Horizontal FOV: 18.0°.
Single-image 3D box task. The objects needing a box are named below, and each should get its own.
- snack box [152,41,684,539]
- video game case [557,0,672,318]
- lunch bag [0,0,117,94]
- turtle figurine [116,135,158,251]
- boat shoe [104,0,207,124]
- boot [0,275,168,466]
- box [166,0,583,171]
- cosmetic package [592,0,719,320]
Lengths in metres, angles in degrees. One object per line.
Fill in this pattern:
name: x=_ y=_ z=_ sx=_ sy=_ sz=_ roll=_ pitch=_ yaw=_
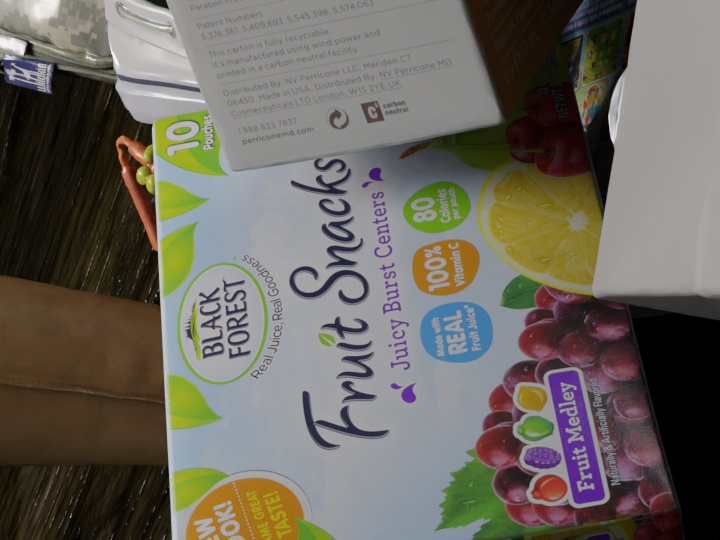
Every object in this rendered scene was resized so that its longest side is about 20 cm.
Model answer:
snack box: x=0.012 y=0.022 z=0.699 sx=0.200 sy=0.142 sz=0.053 roll=-98 pitch=-5 yaw=-45
video game case: x=0.097 y=-0.083 z=0.763 sx=0.143 sy=0.018 sz=0.200 roll=167 pitch=113 yaw=-71
lunch bag: x=-0.096 y=-0.183 z=1.159 sx=0.139 sy=0.168 sz=0.200 roll=-88 pitch=11 yaw=-79
turtle figurine: x=-0.068 y=-0.095 z=1.034 sx=0.161 sy=0.064 sz=0.200 roll=-139 pitch=53 yaw=-71
boat shoe: x=-0.025 y=-0.090 z=0.852 sx=0.074 sy=0.200 sz=0.067 roll=-49 pitch=-53 yaw=-42
boot: x=-0.098 y=0.022 z=1.018 sx=0.066 sy=0.200 sz=0.175 roll=-124 pitch=47 yaw=-64
box: x=-0.010 y=-0.151 z=0.691 sx=0.124 sy=0.097 sz=0.200 roll=-56 pitch=-49 yaw=-54
cosmetic package: x=0.132 y=-0.037 z=0.510 sx=0.200 sy=0.090 sz=0.107 roll=-176 pitch=96 yaw=-76
